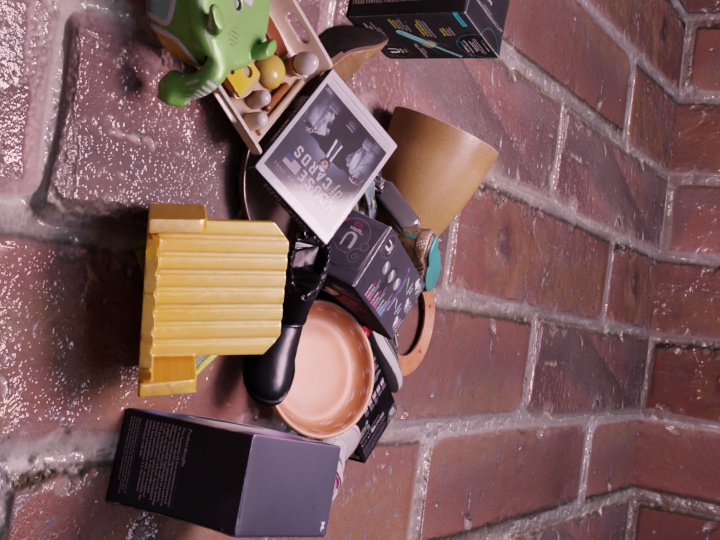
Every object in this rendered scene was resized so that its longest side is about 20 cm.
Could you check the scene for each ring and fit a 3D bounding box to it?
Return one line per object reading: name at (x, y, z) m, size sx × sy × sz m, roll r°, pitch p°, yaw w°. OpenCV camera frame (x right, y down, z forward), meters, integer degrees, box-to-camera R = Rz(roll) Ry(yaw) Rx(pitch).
ring at (0.078, 0.084, 1.806) m, size 0.200 × 0.019 × 0.202 m, roll -15°, pitch 108°, yaw -56°

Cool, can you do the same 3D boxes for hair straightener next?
hair straightener at (0.030, -0.144, 1.572) m, size 0.041 × 0.077 × 0.201 m, roll -30°, pitch 92°, yaw -8°

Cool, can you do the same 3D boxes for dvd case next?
dvd case at (-0.048, -0.156, 1.415) m, size 0.150 × 0.025 × 0.200 m, roll 47°, pitch 59°, yaw -23°

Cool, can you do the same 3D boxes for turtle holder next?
turtle holder at (-0.178, -0.291, 1.204) m, size 0.141 × 0.131 × 0.187 m, roll -28°, pitch 119°, yaw -55°

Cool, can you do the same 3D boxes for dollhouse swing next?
dollhouse swing at (-0.167, 0.033, 1.206) m, size 0.182 × 0.175 × 0.201 m, roll -134°, pitch -130°, yaw -75°

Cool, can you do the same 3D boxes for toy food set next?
toy food set at (-0.121, -0.267, 1.340) m, size 0.144 × 0.060 × 0.200 m, roll 57°, pitch 47°, yaw -29°

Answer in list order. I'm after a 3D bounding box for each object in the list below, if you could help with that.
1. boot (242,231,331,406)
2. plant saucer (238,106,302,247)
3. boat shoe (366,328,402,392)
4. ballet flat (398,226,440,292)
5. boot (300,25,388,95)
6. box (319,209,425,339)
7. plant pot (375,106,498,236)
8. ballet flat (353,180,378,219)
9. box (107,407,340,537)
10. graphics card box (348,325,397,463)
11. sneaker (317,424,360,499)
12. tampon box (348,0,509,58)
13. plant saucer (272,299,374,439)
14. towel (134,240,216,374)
boot at (-0.095, 0.061, 1.366) m, size 0.163 × 0.073 × 0.199 m, roll 124°, pitch -19°, yaw -53°
plant saucer at (-0.112, -0.127, 1.440) m, size 0.200 × 0.032 × 0.202 m, roll -14°, pitch 107°, yaw -57°
boat shoe at (0.035, 0.114, 1.684) m, size 0.064 × 0.070 × 0.201 m, roll -47°, pitch 133°, yaw -34°
ballet flat at (0.088, -0.022, 1.602) m, size 0.200 × 0.065 × 0.071 m, roll 80°, pitch 32°, yaw -68°
boot at (-0.030, -0.310, 1.527) m, size 0.200 × 0.073 × 0.076 m, roll -37°, pitch 144°, yaw -46°
box at (0.000, 0.000, 1.520) m, size 0.106 × 0.122 × 0.200 m, roll -58°, pitch 152°, yaw -13°
plant pot at (0.098, -0.136, 1.676) m, size 0.186 × 0.186 × 0.201 m, roll 21°, pitch 94°, yaw -58°
ballet flat at (-0.014, -0.112, 1.539) m, size 0.200 × 0.074 × 0.075 m, roll 64°, pitch 42°, yaw -60°
box at (-0.161, 0.249, 1.264) m, size 0.200 × 0.197 × 0.124 m, roll 24°, pitch 75°, yaw -58°
graphics card box at (-0.010, 0.195, 1.648) m, size 0.126 × 0.051 × 0.201 m, roll -55°, pitch 138°, yaw -37°
sneaker at (-0.056, 0.301, 1.533) m, size 0.200 × 0.088 × 0.082 m, roll -43°, pitch 131°, yaw -37°
tampon box at (0.110, -0.417, 1.595) m, size 0.150 × 0.199 × 0.127 m, roll 30°, pitch 69°, yaw -58°
plant saucer at (-0.066, 0.145, 1.505) m, size 0.199 × 0.037 × 0.202 m, roll 8°, pitch 78°, yaw -38°
towel at (-0.223, 0.039, 1.298) m, size 0.086 × 0.018 × 0.201 m, roll -49°, pitch 135°, yaw -45°
